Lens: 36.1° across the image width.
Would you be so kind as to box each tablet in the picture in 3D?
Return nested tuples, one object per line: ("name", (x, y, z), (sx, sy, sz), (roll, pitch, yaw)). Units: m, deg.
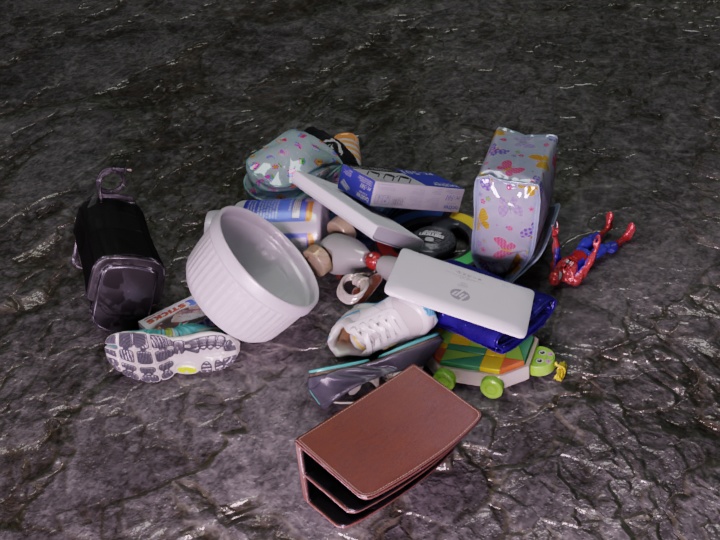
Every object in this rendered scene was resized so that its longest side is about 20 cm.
("tablet", (0.138, 0.028, 1.510), (0.197, 0.014, 0.130), (18, 30, 6))

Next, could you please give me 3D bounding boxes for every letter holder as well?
("letter holder", (0.043, 0.229, 1.353), (0.199, 0.102, 0.141), (-29, 41, -30))

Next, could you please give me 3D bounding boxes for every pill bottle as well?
("pill bottle", (-0.153, -0.061, 1.823), (0.197, 0.113, 0.113), (-1, 33, 9))

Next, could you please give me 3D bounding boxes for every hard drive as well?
("hard drive", (-0.006, -0.094, 1.762), (0.199, 0.027, 0.131), (37, 13, 36))

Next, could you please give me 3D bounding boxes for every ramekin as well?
("ramekin", (-0.167, 0.013, 1.643), (0.105, 0.199, 0.201), (-44, 26, 20))

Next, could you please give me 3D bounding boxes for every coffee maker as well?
("coffee maker", (-0.390, -0.031, 1.747), (0.133, 0.194, 0.200), (-16, 34, -14))

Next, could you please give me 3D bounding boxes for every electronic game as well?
("electronic game", (0.118, -0.046, 1.806), (0.197, 0.042, 0.201), (-2, 34, 1))

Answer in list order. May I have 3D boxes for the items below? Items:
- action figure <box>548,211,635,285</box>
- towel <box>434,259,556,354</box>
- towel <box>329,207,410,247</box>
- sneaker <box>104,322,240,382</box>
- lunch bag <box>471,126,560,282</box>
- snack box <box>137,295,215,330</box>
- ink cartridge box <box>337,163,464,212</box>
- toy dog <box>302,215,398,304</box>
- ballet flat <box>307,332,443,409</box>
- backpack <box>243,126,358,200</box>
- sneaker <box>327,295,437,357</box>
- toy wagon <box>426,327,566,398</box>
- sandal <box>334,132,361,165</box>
("action figure", (0.355, -0.048, 1.721), (0.065, 0.100, 0.199), (29, 49, 31))
("towel", (0.162, 0.052, 1.582), (0.199, 0.050, 0.147), (24, 36, 39))
("towel", (0.024, -0.111, 1.925), (0.110, 0.049, 0.200), (15, 39, 32))
("sneaker", (-0.276, 0.115, 1.628), (0.197, 0.079, 0.080), (0, 20, -5))
("lunch bag", (0.241, -0.093, 1.715), (0.125, 0.202, 0.170), (12, 35, 13))
("snack box", (-0.245, 0.062, 1.732), (0.198, 0.025, 0.072), (-27, 38, -28))
("ink cartridge box", (0.068, -0.135, 1.826), (0.198, 0.045, 0.094), (2, 20, -39))
("toy dog", (0.000, 0.000, 1.718), (0.131, 0.097, 0.200), (-31, 44, -12))
("ballet flat", (0.026, 0.144, 1.517), (0.197, 0.074, 0.073), (-16, 33, -6))
("backpack", (-0.119, -0.167, 1.962), (0.199, 0.128, 0.166), (-36, 49, -28))
("sneaker", (0.032, 0.081, 1.559), (0.081, 0.077, 0.199), (-41, 11, -36))
("toy wagon", (0.192, 0.115, 1.552), (0.197, 0.040, 0.156), (7, 35, 20))
("sandal", (-0.038, -0.229, 2.108), (0.078, 0.060, 0.208), (-6, 33, 2))
